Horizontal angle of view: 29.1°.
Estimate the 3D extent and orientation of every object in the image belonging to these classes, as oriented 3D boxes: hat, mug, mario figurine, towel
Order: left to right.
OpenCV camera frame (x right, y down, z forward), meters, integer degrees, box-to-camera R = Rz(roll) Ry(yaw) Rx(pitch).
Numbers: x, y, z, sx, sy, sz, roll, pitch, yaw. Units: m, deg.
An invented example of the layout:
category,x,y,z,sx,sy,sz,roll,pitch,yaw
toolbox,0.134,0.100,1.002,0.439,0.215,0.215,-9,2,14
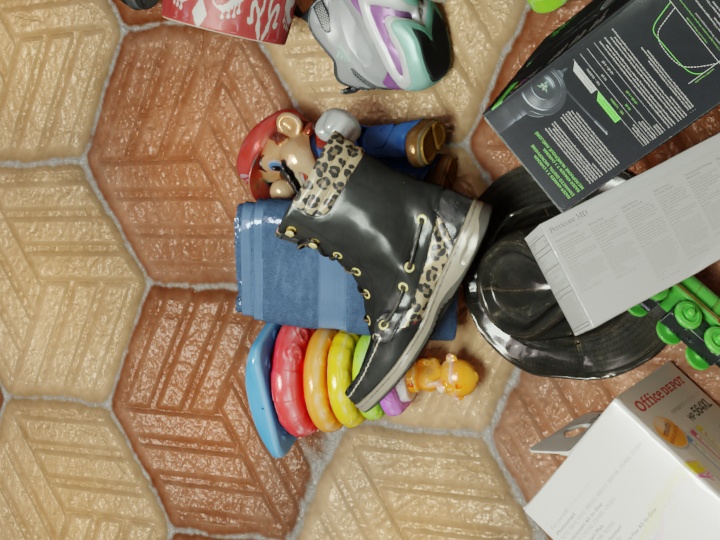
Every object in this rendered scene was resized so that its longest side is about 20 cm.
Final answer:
category,x,y,z,sx,sy,sz,roll,pitch,yaw
mug,-0.112,-0.302,1.149,0.176,0.133,0.203,15,101,16
mario figurine,-0.023,-0.080,1.190,0.198,0.106,0.125,3,103,30
towel,-0.010,-0.002,1.186,0.197,0.049,0.113,7,114,10
hat,0.153,0.005,1.108,0.199,0.081,0.203,6,101,31

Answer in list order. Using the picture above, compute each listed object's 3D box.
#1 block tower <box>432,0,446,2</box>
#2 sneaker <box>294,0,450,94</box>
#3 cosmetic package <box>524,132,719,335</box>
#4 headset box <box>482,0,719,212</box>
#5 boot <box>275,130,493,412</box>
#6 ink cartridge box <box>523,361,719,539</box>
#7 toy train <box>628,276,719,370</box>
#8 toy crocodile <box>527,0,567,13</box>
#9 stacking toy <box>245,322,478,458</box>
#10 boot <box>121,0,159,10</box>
category,x,y,z,sx,sy,sz,roll,pitch,yaw
block tower,0.076,-0.313,1.077,0.058,0.053,0.202,25,101,63
sneaker,-0.007,-0.246,1.164,0.139,0.077,0.203,-4,96,33
cosmetic package,0.225,-0.035,1.002,0.198,0.051,0.083,-26,85,-12
headset box,0.198,-0.153,0.979,0.093,0.174,0.199,48,127,-7
boot,0.000,0.000,1.118,0.150,0.073,0.201,30,111,-2
ink cartridge box,0.234,0.175,1.060,0.200,0.128,0.126,44,118,17
toy train,0.260,0.041,1.041,0.200,0.056,0.042,42,148,4
toy crocodile,0.170,-0.255,1.064,0.198,0.062,0.068,-16,132,33
stacking toy,0.009,0.092,1.214,0.198,0.110,0.117,-3,114,21
boot,-0.276,-0.330,1.323,0.198,0.065,0.167,5,93,28
